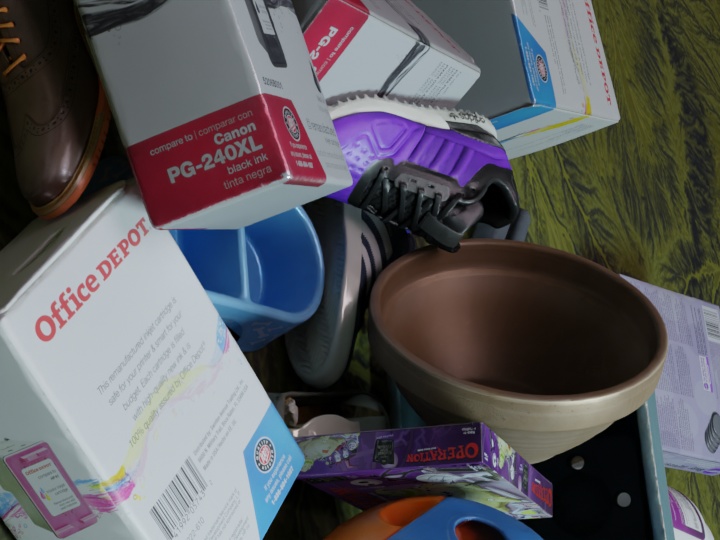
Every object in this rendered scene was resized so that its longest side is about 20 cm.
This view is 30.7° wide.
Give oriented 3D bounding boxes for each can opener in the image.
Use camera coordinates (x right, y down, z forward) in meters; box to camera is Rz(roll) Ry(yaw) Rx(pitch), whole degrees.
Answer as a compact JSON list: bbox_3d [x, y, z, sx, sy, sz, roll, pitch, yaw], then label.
[{"bbox_3d":[0.130,-0.008,1.176,0.054,0.066,0.201,58,35,-25],"label":"can opener"}]

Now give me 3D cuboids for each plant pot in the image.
[{"bbox_3d":[0.101,0.066,0.887,0.201,0.199,0.094,-49,149,-55],"label":"plant pot"},{"bbox_3d":[0.150,0.168,1.021,0.200,0.194,0.198,38,44,-61],"label":"plant pot"}]

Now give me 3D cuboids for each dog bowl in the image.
[{"bbox_3d":[-0.093,-0.014,0.836,0.199,0.049,0.113,19,60,-54],"label":"dog bowl"}]

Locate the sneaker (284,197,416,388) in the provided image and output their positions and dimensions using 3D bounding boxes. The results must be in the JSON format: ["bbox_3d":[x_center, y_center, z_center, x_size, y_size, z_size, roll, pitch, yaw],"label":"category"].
[{"bbox_3d":[0.000,0.000,0.944,0.084,0.075,0.202,28,52,-32],"label":"sneaker"}]

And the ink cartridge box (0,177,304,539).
[{"bbox_3d":[-0.131,0.075,0.699,0.201,0.084,0.145,62,32,-21],"label":"ink cartridge box"}]

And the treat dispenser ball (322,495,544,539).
[{"bbox_3d":[0.045,0.239,0.790,0.200,0.199,0.203,32,50,-48],"label":"treat dispenser ball"}]

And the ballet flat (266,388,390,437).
[{"bbox_3d":[-0.016,0.113,0.885,0.199,0.063,0.068,7,75,-57],"label":"ballet flat"}]

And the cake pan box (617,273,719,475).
[{"bbox_3d":[0.331,0.111,1.419,0.183,0.052,0.202,15,63,-39],"label":"cake pan box"}]

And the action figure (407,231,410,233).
[{"bbox_3d":[0.052,-0.043,1.037,0.065,0.098,0.202,49,31,-70],"label":"action figure"}]

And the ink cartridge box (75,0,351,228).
[{"bbox_3d":[-0.088,-0.131,0.729,0.145,0.083,0.202,-11,82,-77],"label":"ink cartridge box"}]

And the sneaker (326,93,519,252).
[{"bbox_3d":[0.037,-0.060,0.909,0.199,0.070,0.100,-4,58,-37],"label":"sneaker"}]

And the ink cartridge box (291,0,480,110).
[{"bbox_3d":[-0.026,-0.176,0.929,0.145,0.084,0.199,50,19,29],"label":"ink cartridge box"}]

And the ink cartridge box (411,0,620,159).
[{"bbox_3d":[0.118,-0.187,1.165,0.199,0.144,0.149,-1,77,-58],"label":"ink cartridge box"}]

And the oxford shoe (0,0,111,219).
[{"bbox_3d":[-0.186,-0.122,0.724,0.073,0.071,0.202,24,46,-47],"label":"oxford shoe"}]

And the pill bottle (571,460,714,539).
[{"bbox_3d":[0.256,0.248,1.217,0.199,0.111,0.113,29,52,-49],"label":"pill bottle"}]

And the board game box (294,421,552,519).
[{"bbox_3d":[0.047,0.136,0.846,0.200,0.119,0.033,43,47,-62],"label":"board game box"}]
